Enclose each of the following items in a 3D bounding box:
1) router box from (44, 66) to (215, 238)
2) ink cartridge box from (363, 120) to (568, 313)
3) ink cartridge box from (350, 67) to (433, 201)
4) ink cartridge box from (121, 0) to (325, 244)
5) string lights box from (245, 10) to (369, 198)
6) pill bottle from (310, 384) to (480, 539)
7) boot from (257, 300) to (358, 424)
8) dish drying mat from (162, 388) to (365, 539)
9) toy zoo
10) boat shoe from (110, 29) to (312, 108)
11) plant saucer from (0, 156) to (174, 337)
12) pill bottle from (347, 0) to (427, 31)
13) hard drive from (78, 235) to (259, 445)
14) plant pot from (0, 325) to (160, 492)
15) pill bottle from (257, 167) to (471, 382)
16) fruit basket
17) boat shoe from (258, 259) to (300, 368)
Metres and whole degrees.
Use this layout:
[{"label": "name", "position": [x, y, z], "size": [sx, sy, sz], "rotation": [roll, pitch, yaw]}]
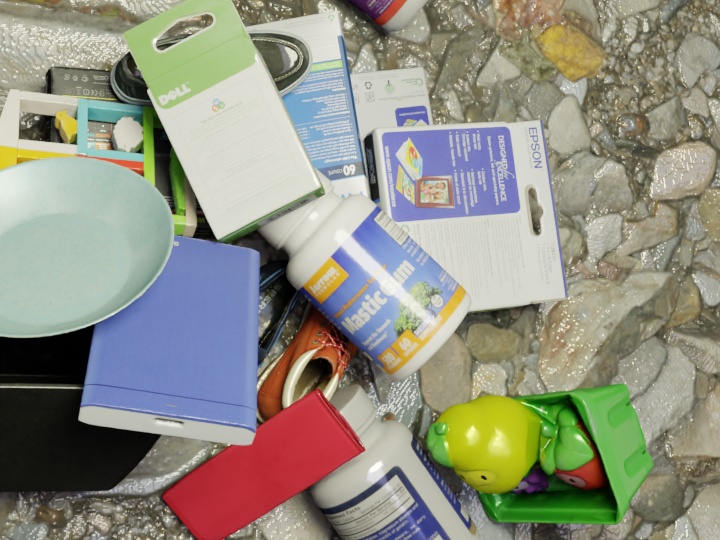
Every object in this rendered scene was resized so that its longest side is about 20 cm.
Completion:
[{"label": "router box", "position": [-0.207, -0.111, 1.082], "size": [0.198, 0.062, 0.152], "rotation": [2, 82, -21]}, {"label": "ink cartridge box", "position": [0.111, -0.054, 1.168], "size": [0.198, 0.047, 0.200], "rotation": [-5, 84, -22]}, {"label": "ink cartridge box", "position": [0.035, -0.113, 1.189], "size": [0.098, 0.039, 0.202], "rotation": [-8, 86, -21]}, {"label": "ink cartridge box", "position": [-0.120, -0.137, 0.982], "size": [0.103, 0.059, 0.202], "rotation": [-26, 87, 2]}, {"label": "string lights box", "position": [-0.054, -0.152, 1.130], "size": [0.102, 0.059, 0.202], "rotation": [-9, 88, 2]}, {"label": "pill bottle", "position": [0.020, 0.221, 1.106], "size": [0.119, 0.120, 0.201], "rotation": [-37, 98, -20]}, {"label": "boot", "position": [-0.029, 0.073, 1.111], "size": [0.075, 0.107, 0.201], "rotation": [37, 72, -12]}, {"label": "dish drying mat", "position": [-0.094, 0.191, 1.058], "size": [0.199, 0.018, 0.077], "rotation": [-35, 99, 18]}, {"label": "toy zoo", "position": [-0.248, -0.098, 0.992], "size": [0.198, 0.021, 0.132], "rotation": [4, 57, -20]}, {"label": "boat shoe", "position": [-0.133, -0.189, 1.045], "size": [0.198, 0.071, 0.073], "rotation": [-14, 91, -19]}, {"label": "plant saucer", "position": [-0.246, -0.012, 0.884], "size": [0.198, 0.039, 0.202], "rotation": [0, 46, 0]}, {"label": "pill bottle", "position": [-0.009, -0.349, 1.155], "size": [0.199, 0.112, 0.113], "rotation": [35, 74, -14]}, {"label": "hard drive", "position": [-0.148, 0.047, 0.894], "size": [0.130, 0.026, 0.201], "rotation": [10, 41, -13]}, {"label": "plant pot", "position": [-0.271, 0.084, 0.956], "size": [0.198, 0.178, 0.201], "rotation": [4, 41, -21]}, {"label": "pill bottle", "position": [0.000, 0.000, 1.053], "size": [0.200, 0.112, 0.112], "rotation": [43, 72, -3]}, {"label": "fruit basket", "position": [0.163, 0.188, 1.119], "size": [0.214, 0.215, 0.157], "rotation": [-20, 92, -21]}, {"label": "boat shoe", "position": [-0.126, 0.067, 1.092], "size": [0.084, 0.069, 0.201], "rotation": [32, 75, -15]}]
